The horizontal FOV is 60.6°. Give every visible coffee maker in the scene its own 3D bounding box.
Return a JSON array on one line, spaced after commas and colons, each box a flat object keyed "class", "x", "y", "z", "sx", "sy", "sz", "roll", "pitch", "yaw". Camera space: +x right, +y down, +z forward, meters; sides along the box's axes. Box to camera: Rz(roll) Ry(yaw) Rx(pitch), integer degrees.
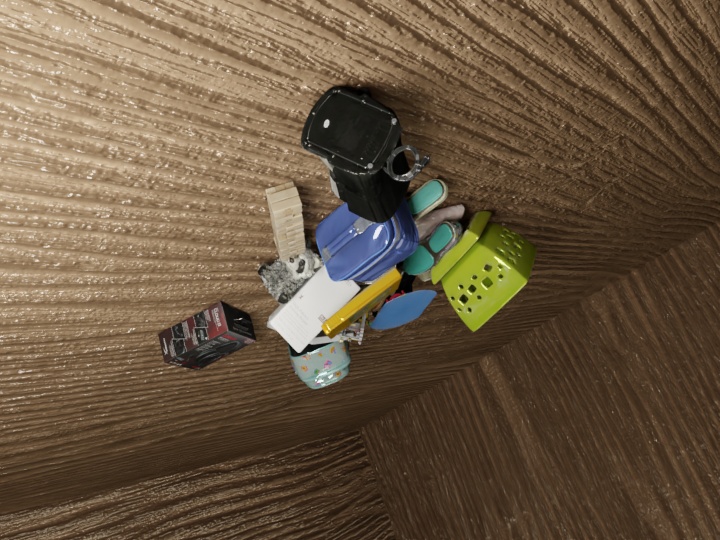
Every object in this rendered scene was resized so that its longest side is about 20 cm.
[{"class": "coffee maker", "x": 0.016, "y": -0.155, "z": 0.949, "sx": 0.134, "sy": 0.193, "sz": 0.200, "roll": -39, "pitch": 160, "yaw": -1}]

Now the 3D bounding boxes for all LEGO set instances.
[{"class": "LEGO set", "x": -0.061, "y": 0.126, "z": 1.527, "sx": 0.194, "sy": 0.119, "sz": 0.154, "roll": 14, "pitch": 164, "yaw": -9}]

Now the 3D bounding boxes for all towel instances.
[{"class": "towel", "x": 0.135, "y": -0.081, "z": 1.471, "sx": 0.195, "sy": 0.033, "sz": 0.192, "roll": -17, "pitch": 158, "yaw": -19}]

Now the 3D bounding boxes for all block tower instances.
[{"class": "block tower", "x": -0.136, "y": -0.089, "z": 1.142, "sx": 0.056, "sy": 0.055, "sz": 0.201, "roll": -17, "pitch": 159, "yaw": -12}]

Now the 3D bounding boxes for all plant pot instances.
[{"class": "plant pot", "x": 0.291, "y": -0.013, "z": 1.494, "sx": 0.201, "sy": 0.181, "sz": 0.199, "roll": -48, "pitch": 180, "yaw": 33}]

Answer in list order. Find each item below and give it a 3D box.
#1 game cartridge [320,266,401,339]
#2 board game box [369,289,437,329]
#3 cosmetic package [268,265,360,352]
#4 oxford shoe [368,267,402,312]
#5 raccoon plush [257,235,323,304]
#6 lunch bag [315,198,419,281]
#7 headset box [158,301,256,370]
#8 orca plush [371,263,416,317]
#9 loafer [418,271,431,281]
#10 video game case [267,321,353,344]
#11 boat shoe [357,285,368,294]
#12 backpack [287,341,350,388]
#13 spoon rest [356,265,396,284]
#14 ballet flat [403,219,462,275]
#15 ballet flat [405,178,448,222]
[{"class": "game cartridge", "x": 0.002, "y": 0.077, "z": 1.343, "sx": 0.198, "sy": 0.033, "sz": 0.176, "roll": -39, "pitch": 172, "yaw": -5}, {"class": "board game box", "x": 0.104, "y": 0.088, "z": 1.601, "sx": 0.154, "sy": 0.040, "sz": 0.201, "roll": -9, "pitch": 151, "yaw": -26}, {"class": "cosmetic package", "x": -0.104, "y": 0.073, "z": 1.378, "sx": 0.200, "sy": 0.102, "sz": 0.074, "roll": -47, "pitch": -169, "yaw": -2}, {"class": "oxford shoe", "x": 0.045, "y": 0.038, "z": 1.551, "sx": 0.070, "sy": 0.073, "sz": 0.201, "roll": 24, "pitch": 147, "yaw": -1}, {"class": "raccoon plush", "x": -0.143, "y": -0.012, "z": 1.331, "sx": 0.133, "sy": 0.098, "sz": 0.200, "roll": -39, "pitch": -171, "yaw": 3}, {"class": "lunch bag", "x": 0.001, "y": -0.065, "z": 1.220, "sx": 0.199, "sy": 0.139, "sz": 0.131, "roll": -37, "pitch": 156, "yaw": 32}, {"class": "headset box", "x": -0.353, "y": 0.155, "z": 1.466, "sx": 0.196, "sy": 0.079, "sz": 0.149, "roll": -25, "pitch": 159, "yaw": 10}, {"class": "orca plush", "x": 0.103, "y": 0.057, "z": 1.646, "sx": 0.201, "sy": 0.071, "sz": 0.105, "roll": -50, "pitch": 164, "yaw": 17}, {"class": "loafer", "x": 0.186, "y": -0.006, "z": 1.600, "sx": 0.073, "sy": 0.072, "sz": 0.198, "roll": -14, "pitch": 177, "yaw": 29}, {"class": "video game case", "x": -0.133, "y": 0.155, "z": 1.608, "sx": 0.141, "sy": 0.019, "sz": 0.197, "roll": -2, "pitch": -170, "yaw": -43}, {"class": "boat shoe", "x": -0.003, "y": 0.068, "z": 1.643, "sx": 0.061, "sy": 0.073, "sz": 0.200, "roll": 16, "pitch": 171, "yaw": 16}, {"class": "backpack", "x": -0.110, "y": 0.234, "z": 1.703, "sx": 0.171, "sy": 0.158, "sz": 0.200, "roll": -19, "pitch": -173, "yaw": -5}, {"class": "spoon rest", "x": 0.000, "y": 0.000, "z": 1.446, "sx": 0.198, "sy": 0.101, "sz": 0.061, "roll": -29, "pitch": -171, "yaw": 34}, {"class": "ballet flat", "x": 0.176, "y": -0.053, "z": 1.448, "sx": 0.070, "sy": 0.074, "sz": 0.200, "roll": -7, "pitch": 155, "yaw": -35}, {"class": "ballet flat", "x": 0.103, "y": -0.121, "z": 1.300, "sx": 0.197, "sy": 0.069, "sz": 0.062, "roll": -29, "pitch": 168, "yaw": 16}]
